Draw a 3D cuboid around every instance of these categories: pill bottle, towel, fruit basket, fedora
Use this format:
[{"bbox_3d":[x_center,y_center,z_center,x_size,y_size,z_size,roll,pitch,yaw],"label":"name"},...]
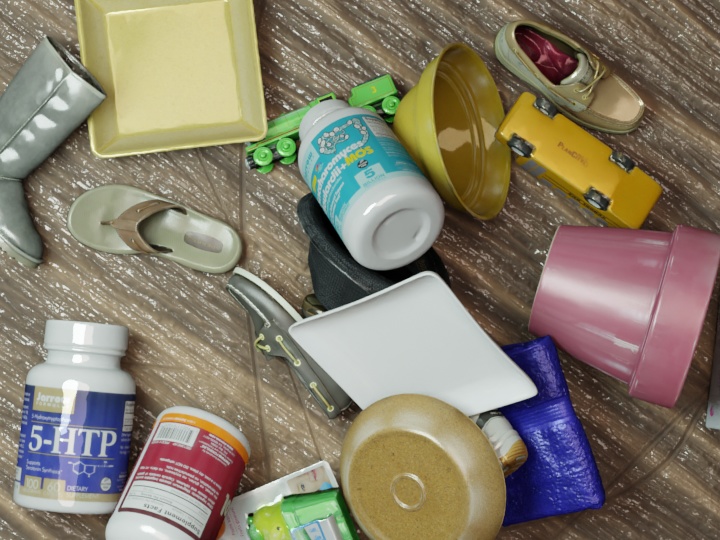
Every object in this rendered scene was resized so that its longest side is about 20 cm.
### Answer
[{"bbox_3d":[-0.307,0.157,1.488,0.119,0.120,0.201,5,85,-5],"label":"pill bottle"},{"bbox_3d":[0.179,0.183,1.529,0.049,0.147,0.201,-19,88,-50],"label":"towel"},{"bbox_3d":[-0.201,0.255,1.460,0.113,0.113,0.201,25,58,-3],"label":"pill bottle"},{"bbox_3d":[0.002,-0.100,1.472,0.110,0.111,0.200,-27,48,-7],"label":"pill bottle"},{"bbox_3d":[-0.093,0.331,1.512,0.199,0.094,0.186,-22,88,-3],"label":"fruit basket"},{"bbox_3d":[0.000,0.000,1.526,0.200,0.201,0.092,29,117,-3],"label":"fedora"}]

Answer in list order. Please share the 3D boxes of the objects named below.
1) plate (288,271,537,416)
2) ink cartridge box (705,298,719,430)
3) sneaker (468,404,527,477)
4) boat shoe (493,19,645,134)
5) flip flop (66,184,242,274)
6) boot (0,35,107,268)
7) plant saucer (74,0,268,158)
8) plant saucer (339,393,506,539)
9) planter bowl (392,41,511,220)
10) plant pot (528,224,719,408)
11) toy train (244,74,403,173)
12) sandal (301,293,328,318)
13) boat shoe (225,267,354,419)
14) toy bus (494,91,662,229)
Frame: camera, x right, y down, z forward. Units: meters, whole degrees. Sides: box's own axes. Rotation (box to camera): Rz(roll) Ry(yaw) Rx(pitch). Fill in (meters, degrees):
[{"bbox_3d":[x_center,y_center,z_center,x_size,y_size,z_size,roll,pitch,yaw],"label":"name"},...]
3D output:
[{"bbox_3d":[0.057,0.087,1.451,0.200,0.199,0.032,47,40,-28],"label":"plate"},{"bbox_3d":[0.445,0.085,1.526,0.043,0.200,0.197,9,85,-5],"label":"ink cartridge box"},{"bbox_3d":[0.094,0.222,1.532,0.200,0.076,0.088,-40,67,22],"label":"sneaker"},{"bbox_3d":[0.246,-0.225,1.594,0.199,0.066,0.074,29,84,-3],"label":"boat shoe"},{"bbox_3d":[-0.230,-0.046,1.540,0.199,0.058,0.081,17,85,-4],"label":"flip flop"},{"bbox_3d":[-0.353,-0.129,1.512,0.200,0.073,0.182,-41,90,2],"label":"boot"},{"bbox_3d":[-0.213,-0.233,1.557,0.199,0.048,0.201,-7,87,-2],"label":"plant saucer"},{"bbox_3d":[0.058,0.233,1.475,0.199,0.035,0.201,7,105,26],"label":"plant saucer"},{"bbox_3d":[0.092,-0.150,1.544,0.083,0.200,0.201,-8,86,30],"label":"planter bowl"},{"bbox_3d":[0.290,0.034,1.531,0.178,0.200,0.201,16,84,12],"label":"plant pot"},{"bbox_3d":[-0.044,-0.170,1.577,0.199,0.042,0.057,-22,78,-6],"label":"toy train"},{"bbox_3d":[0.014,0.096,1.547,0.199,0.082,0.055,29,104,-7],"label":"sandal"},{"bbox_3d":[-0.081,0.081,1.539,0.201,0.072,0.061,44,79,-4],"label":"boat shoe"},{"bbox_3d":[0.249,-0.122,1.582,0.200,0.078,0.065,34,84,-2],"label":"toy bus"}]
